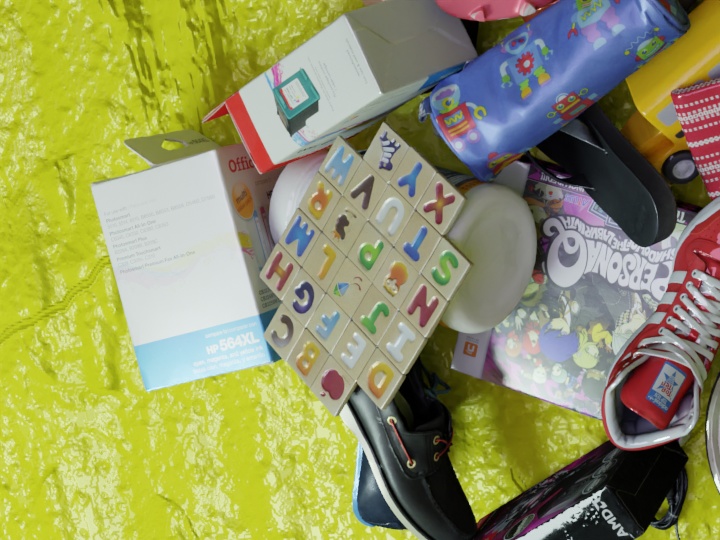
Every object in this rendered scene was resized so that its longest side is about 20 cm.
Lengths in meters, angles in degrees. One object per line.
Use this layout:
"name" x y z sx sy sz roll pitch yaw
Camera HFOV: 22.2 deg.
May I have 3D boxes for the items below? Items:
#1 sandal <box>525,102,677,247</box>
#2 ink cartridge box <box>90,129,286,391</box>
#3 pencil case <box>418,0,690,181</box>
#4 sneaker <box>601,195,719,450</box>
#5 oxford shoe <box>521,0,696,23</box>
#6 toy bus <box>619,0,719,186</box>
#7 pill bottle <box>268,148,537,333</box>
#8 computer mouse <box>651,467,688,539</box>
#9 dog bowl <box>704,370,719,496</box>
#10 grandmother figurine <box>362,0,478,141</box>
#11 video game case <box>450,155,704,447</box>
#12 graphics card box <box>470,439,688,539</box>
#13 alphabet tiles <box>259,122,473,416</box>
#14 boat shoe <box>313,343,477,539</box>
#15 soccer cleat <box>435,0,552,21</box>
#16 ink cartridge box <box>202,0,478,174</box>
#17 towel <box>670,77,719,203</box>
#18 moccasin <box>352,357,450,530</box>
"sandal" 0.160 -0.091 1.370 0.200 0.043 0.077 48 150 41
"ink cartridge box" -0.122 -0.021 1.510 0.124 0.128 0.202 -13 94 25
"pencil case" 0.139 -0.150 1.324 0.199 0.078 0.087 -36 59 22
"sneaker" 0.236 0.043 1.320 0.071 0.113 0.201 28 115 2
"oxford shoe" 0.221 -0.206 1.371 0.199 0.071 0.073 -16 118 25
"toy bus" 0.263 -0.148 1.332 0.078 0.065 0.200 34 118 -30
"pill bottle" 0.029 -0.030 1.427 0.199 0.116 0.117 19 107 41
"computer mouse" 0.255 0.232 1.434 0.058 0.034 0.202 -19 90 26
"dog bowl" 0.358 0.118 1.347 0.198 0.074 0.202 5 101 24
"grandmother figurine" 0.044 -0.186 1.449 0.121 0.060 0.201 -34 81 34
"video game case" 0.182 0.020 1.431 0.199 0.036 0.183 19 107 20
"graphics card box" 0.149 0.197 1.408 0.200 0.125 0.051 -36 92 35
"alphabet tiles" 0.000 0.000 1.369 0.166 0.006 0.201 46 116 34
"boat shoe" 0.039 0.130 1.422 0.063 0.074 0.202 -24 102 24
"soccer cleat" 0.143 -0.244 1.352 0.199 0.077 0.067 -25 124 3
"ink cartridge box" -0.020 -0.139 1.408 0.199 0.116 0.068 -28 87 48
"towel" 0.322 -0.064 1.315 0.144 0.023 0.201 -16 118 25
"moccasin" 0.039 0.117 1.499 0.068 0.081 0.202 12 117 17
